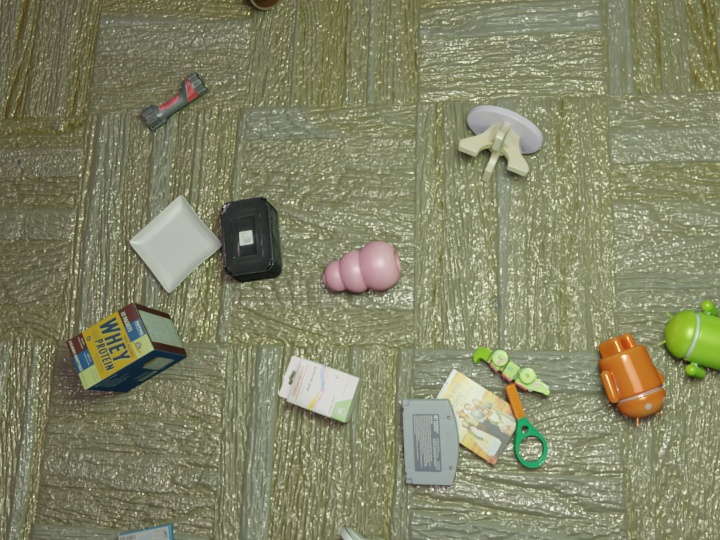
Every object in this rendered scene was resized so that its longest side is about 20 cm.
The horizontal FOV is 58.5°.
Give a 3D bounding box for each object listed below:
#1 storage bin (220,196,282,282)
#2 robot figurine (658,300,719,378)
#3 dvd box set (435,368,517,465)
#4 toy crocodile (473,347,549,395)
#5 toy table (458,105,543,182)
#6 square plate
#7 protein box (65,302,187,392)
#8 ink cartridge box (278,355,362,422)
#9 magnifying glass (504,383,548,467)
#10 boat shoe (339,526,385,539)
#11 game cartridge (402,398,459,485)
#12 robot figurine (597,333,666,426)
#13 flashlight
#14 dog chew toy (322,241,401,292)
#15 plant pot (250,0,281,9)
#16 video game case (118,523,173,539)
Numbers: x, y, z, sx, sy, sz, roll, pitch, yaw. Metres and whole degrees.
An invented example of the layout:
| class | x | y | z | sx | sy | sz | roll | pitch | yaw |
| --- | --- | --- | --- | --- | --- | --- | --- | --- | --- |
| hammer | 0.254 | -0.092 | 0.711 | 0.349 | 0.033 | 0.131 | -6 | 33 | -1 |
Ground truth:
| class | x | y | z | sx | sy | sz | roll | pitch | yaw |
| --- | --- | --- | --- | --- | --- | --- | --- | --- | --- |
| storage bin | -0.289 | -0.080 | 1.707 | 0.134 | 0.094 | 0.202 | -8 | 76 | 7 |
| robot figurine | 0.794 | 0.160 | 1.470 | 0.198 | 0.116 | 0.177 | 15 | 86 | 12 |
| dvd box set | 0.274 | 0.352 | 1.556 | 0.199 | 0.029 | 0.147 | 32 | 85 | 13 |
| toy crocodile | 0.366 | 0.244 | 1.547 | 0.199 | 0.067 | 0.062 | 33 | 90 | 16 |
| toy table | 0.349 | -0.320 | 1.626 | 0.198 | 0.184 | 0.118 | 19 | 64 | 21 |
| square plate | -0.508 | -0.073 | 1.773 | 0.198 | 0.028 | 0.200 | -42 | 75 | -2 |
| protein box | -0.589 | 0.202 | 1.638 | 0.197 | 0.200 | 0.136 | -30 | 75 | 1 |
| ink cartridge box | -0.108 | 0.293 | 1.610 | 0.198 | 0.067 | 0.118 | 17 | 81 | 12 |
| magnifying glass | 0.384 | 0.366 | 1.516 | 0.079 | 0.022 | 0.202 | -19 | 91 | -7 |
| boat shoe | 0.042 | 0.663 | 1.507 | 0.199 | 0.072 | 0.066 | 38 | 82 | 14 |
| game cartridge | 0.169 | 0.408 | 1.536 | 0.132 | 0.041 | 0.202 | -3 | 89 | 19 |
| robot figurine | 0.626 | 0.249 | 1.479 | 0.116 | 0.143 | 0.202 | -26 | 74 | 26 |
| flashlight | -0.537 | -0.491 | 1.849 | 0.199 | 0.068 | 0.068 | -31 | 49 | 2 |
| dog chew toy | 0.000 | 0.000 | 1.634 | 0.198 | 0.124 | 0.126 | -14 | 76 | 15 |
| plant pot | -0.325 | -0.886 | 1.841 | 0.197 | 0.200 | 0.201 | 33 | 85 | 21 |
| video game case | -0.528 | 0.752 | 1.605 | 0.142 | 0.018 | 0.202 | -12 | 76 | 6 |
